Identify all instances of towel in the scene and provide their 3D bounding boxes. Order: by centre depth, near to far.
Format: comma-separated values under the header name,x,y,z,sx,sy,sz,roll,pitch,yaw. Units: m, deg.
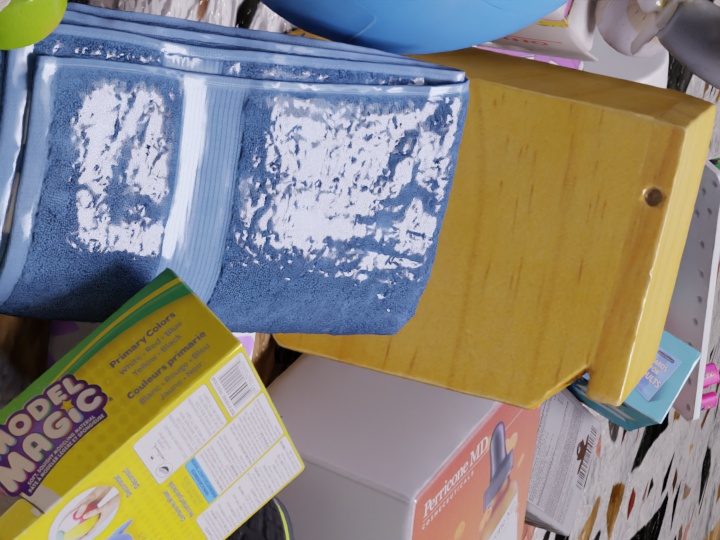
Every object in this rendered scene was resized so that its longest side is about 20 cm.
name,x,y,z,sx,sy,sz,roll,pitch,yaw
towel,-0.055,-0.033,0.832,0.199,0.048,0.112,5,102,-35

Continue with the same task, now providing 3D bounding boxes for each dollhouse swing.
name,x,y,z,sx,sy,sz,roll,pitch,yaw
dollhouse swing,0.064,-0.029,1.136,0.176,0.199,0.182,25,79,-73

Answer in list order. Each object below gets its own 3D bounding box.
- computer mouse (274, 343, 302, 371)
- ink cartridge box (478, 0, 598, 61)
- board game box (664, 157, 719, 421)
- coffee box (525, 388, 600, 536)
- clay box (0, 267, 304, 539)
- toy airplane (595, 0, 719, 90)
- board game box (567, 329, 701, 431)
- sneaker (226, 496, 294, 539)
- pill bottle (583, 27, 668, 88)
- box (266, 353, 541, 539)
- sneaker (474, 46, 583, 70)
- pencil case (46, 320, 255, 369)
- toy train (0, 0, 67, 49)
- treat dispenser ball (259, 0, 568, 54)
name,x,y,z,sx,sy,sz,roll,pitch,yaw
computer mouse,0.000,0.000,1.256,0.200,0.034,0.059,-39,157,-56
ink cartridge box,0.055,-0.159,1.154,0.200,0.116,0.068,28,74,-74
board game box,0.194,-0.029,1.609,0.026,0.200,0.200,-15,128,-22
coffee box,0.066,0.095,1.385,0.200,0.114,0.080,40,66,-70
clay box,-0.116,0.100,0.814,0.200,0.048,0.115,-40,153,-10
toy airplane,0.187,-0.141,1.155,0.200,0.141,0.200,31,35,-59
board game box,0.109,0.032,1.326,0.047,0.151,0.200,-58,176,-4
sneaker,-0.074,0.191,1.104,0.081,0.074,0.201,-40,148,-73
pill bottle,0.145,-0.058,1.522,0.113,0.113,0.201,-56,154,-50
box,0.009,0.136,1.200,0.152,0.106,0.201,-43,147,-47
sneaker,0.086,-0.142,1.345,0.200,0.072,0.115,-39,136,-64
pencil case,-0.077,0.013,0.915,0.085,0.084,0.201,-17,120,-68
toy train,-0.109,-0.106,0.693,0.116,0.084,0.201,101,-3,-58
treat dispenser ball,0.019,-0.182,0.877,0.201,0.200,0.202,13,90,-73
